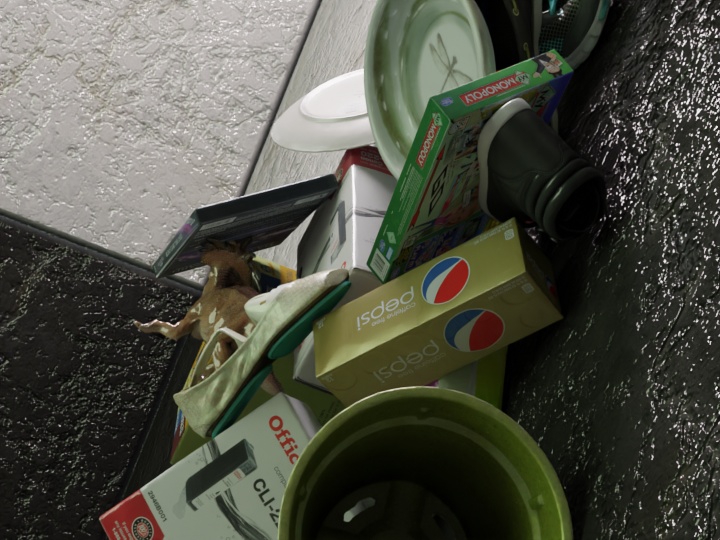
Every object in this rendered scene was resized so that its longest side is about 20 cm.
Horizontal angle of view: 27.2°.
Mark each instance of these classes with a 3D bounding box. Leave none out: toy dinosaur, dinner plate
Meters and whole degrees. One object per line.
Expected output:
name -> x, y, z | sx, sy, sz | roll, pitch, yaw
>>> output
toy dinosaur -> -0.117, 0.040, 1.379 | 0.136, 0.086, 0.200 | -51, 45, -3
dinner plate -> 0.005, -0.167, 1.465 | 0.201, 0.197, 0.025 | -96, -10, -64

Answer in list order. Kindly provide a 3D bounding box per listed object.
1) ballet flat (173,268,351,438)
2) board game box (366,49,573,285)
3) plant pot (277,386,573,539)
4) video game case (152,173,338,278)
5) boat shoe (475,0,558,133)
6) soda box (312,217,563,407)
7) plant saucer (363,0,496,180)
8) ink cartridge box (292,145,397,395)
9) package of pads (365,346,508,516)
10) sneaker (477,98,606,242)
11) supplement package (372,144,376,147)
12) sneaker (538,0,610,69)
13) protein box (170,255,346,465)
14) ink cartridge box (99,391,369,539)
ballet flat -> -0.090, 0.059, 1.268 | 0.200, 0.062, 0.067 | -49, -12, 14
board game box -> 0.086, -0.082, 1.211 | 0.029, 0.134, 0.201 | 51, 145, 24
plant pot -> 0.034, 0.202, 1.066 | 0.184, 0.198, 0.203 | 112, 175, -72
video game case -> -0.116, -0.041, 1.446 | 0.200, 0.141, 0.019 | -36, 72, 66
boat shoe -> 0.127, -0.171, 1.316 | 0.071, 0.060, 0.204 | -4, 93, 43
soda box -> 0.059, 0.040, 1.200 | 0.198, 0.068, 0.065 | -28, 41, 20
plant saucer -> 0.070, -0.169, 1.305 | 0.199, 0.050, 0.203 | 16, 109, 59
ink cartridge box -> 0.000, 0.000, 1.381 | 0.201, 0.084, 0.147 | -94, 26, -51
package of pads -> 0.069, 0.104, 1.295 | 0.155, 0.067, 0.202 | 126, 161, -50
sneaker -> 0.149, -0.054, 1.194 | 0.071, 0.099, 0.200 | -39, -21, -4
supplement package -> 0.074, -0.188, 1.639 | 0.156, 0.110, 0.202 | 133, 155, -59
sneaker -> 0.160, -0.220, 1.361 | 0.200, 0.090, 0.078 | 130, 157, -57
protein box -> -0.070, 0.122, 1.561 | 0.135, 0.198, 0.200 | -97, 30, -65
ink cartridge box -> -0.101, 0.222, 1.287 | 0.199, 0.145, 0.084 | -34, -18, 2
